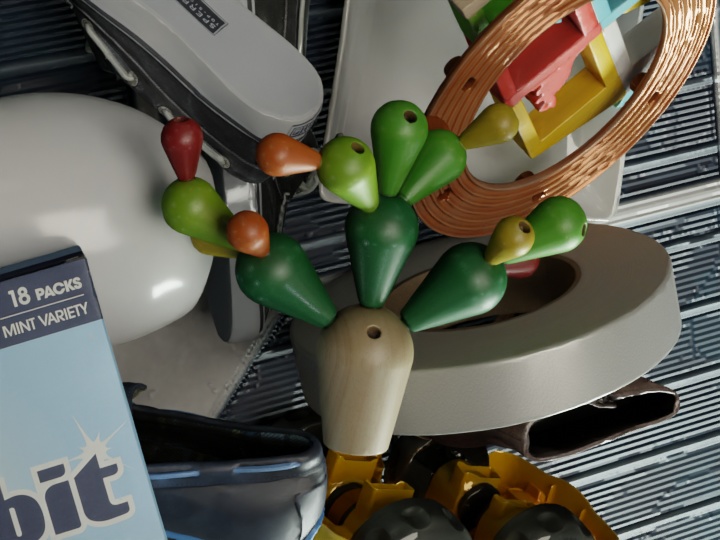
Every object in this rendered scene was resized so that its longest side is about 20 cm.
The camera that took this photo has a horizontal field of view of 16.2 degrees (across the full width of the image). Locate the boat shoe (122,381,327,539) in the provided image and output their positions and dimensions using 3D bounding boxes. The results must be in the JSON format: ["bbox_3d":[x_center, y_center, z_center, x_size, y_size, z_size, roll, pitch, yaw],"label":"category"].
[{"bbox_3d":[-0.113,0.077,1.197,0.200,0.084,0.069,8,125,-7],"label":"boat shoe"}]

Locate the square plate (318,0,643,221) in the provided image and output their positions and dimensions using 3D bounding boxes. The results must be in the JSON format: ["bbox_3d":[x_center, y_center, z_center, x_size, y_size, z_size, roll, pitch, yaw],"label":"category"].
[{"bbox_3d":[0.067,-0.131,1.371,0.200,0.028,0.199,3,97,-32],"label":"square plate"}]

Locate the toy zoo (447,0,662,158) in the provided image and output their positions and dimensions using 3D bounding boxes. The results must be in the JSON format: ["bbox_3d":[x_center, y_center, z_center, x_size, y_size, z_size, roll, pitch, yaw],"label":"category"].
[{"bbox_3d":[0.119,-0.133,1.312,0.131,0.020,0.200,-39,152,-3],"label":"toy zoo"}]

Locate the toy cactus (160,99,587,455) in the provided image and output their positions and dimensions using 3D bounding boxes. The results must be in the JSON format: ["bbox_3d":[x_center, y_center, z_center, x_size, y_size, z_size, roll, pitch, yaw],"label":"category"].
[{"bbox_3d":[0.000,0.000,1.169,0.200,0.102,0.165,1,104,-22],"label":"toy cactus"}]

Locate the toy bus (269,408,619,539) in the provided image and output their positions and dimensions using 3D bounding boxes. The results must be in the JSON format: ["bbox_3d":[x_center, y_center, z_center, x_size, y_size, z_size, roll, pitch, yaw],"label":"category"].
[{"bbox_3d":[0.015,0.186,1.342,0.200,0.136,0.192,4,109,-35],"label":"toy bus"}]

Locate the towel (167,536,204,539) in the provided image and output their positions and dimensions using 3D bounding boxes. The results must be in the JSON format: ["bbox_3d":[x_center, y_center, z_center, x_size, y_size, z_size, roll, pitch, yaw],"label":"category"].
[{"bbox_3d":[-0.154,0.194,1.210,0.200,0.034,0.133,-9,114,-20],"label":"towel"}]

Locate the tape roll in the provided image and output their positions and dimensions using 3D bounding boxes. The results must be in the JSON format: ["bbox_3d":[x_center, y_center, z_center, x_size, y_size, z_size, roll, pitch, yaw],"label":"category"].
[{"bbox_3d":[0.064,0.026,1.293,0.203,0.203,0.037,-23,112,-27],"label":"tape roll"}]

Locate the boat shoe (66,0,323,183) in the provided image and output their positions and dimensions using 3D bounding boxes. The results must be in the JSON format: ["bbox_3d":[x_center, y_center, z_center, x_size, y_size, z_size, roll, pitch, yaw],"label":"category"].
[{"bbox_3d":[-0.106,-0.122,1.216,0.200,0.068,0.072,42,43,4],"label":"boat shoe"}]

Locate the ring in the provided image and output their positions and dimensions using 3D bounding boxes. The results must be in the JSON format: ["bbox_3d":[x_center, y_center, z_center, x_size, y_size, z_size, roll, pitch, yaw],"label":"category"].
[{"bbox_3d":[0.102,-0.097,1.301,0.200,0.019,0.201,-29,149,-19],"label":"ring"}]

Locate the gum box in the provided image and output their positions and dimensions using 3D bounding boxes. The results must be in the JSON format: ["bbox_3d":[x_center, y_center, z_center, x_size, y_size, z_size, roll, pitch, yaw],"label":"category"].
[{"bbox_3d":[-0.177,0.109,1.126,0.170,0.045,0.200,-17,100,-7],"label":"gum box"}]

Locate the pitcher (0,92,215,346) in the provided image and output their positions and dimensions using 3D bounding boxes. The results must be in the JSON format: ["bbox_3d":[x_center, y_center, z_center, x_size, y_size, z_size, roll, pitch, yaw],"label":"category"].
[{"bbox_3d":[-0.181,-0.005,1.197,0.200,0.121,0.172,5,119,-25],"label":"pitcher"}]

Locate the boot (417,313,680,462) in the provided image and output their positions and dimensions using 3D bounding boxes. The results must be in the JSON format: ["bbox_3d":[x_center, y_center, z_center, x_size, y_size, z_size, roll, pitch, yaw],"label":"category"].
[{"bbox_3d":[0.118,0.060,1.351,0.200,0.166,0.073,-12,106,-32],"label":"boot"}]

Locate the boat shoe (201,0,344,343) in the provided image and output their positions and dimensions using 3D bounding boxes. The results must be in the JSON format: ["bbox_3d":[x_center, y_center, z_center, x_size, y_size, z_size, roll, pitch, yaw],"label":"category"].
[{"bbox_3d":[-0.047,-0.064,1.284,0.068,0.074,0.200,-2,90,-17],"label":"boat shoe"}]
